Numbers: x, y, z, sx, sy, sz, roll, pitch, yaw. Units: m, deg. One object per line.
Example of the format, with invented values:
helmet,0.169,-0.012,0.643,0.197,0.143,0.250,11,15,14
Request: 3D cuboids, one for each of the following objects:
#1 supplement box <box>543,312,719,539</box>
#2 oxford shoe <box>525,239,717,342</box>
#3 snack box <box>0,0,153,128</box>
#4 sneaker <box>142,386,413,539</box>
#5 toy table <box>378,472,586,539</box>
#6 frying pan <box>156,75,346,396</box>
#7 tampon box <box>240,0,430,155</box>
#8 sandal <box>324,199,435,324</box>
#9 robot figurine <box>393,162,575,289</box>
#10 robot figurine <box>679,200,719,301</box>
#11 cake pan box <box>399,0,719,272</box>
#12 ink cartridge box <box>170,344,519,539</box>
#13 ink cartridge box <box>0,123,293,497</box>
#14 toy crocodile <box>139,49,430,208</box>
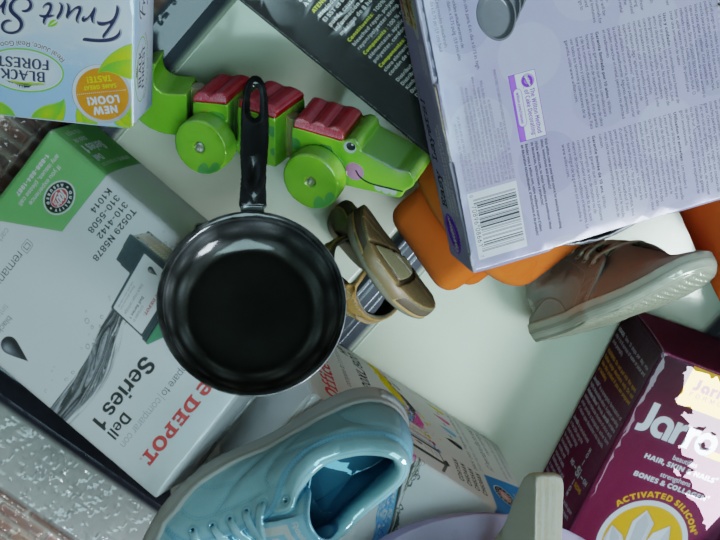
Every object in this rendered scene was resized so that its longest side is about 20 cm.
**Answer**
supplement box,0.201,0.142,1.600,0.110,0.086,0.200,21,107,-17
oxford shoe,0.162,0.005,1.493,0.075,0.200,0.058,-10,85,-24
snack box,-0.198,-0.195,1.391,0.142,0.053,0.201,7,112,9
sneaker,-0.054,0.148,1.398,0.200,0.082,0.074,-38,112,8
toy table,0.094,0.215,1.414,0.199,0.117,0.184,-9,91,-21
frying pan,-0.080,-0.013,1.387,0.115,0.031,0.190,-20,77,-9
tampon box,0.012,-0.185,1.398,0.200,0.150,0.126,38,101,-23
sandal,0.000,0.000,1.444,0.054,0.200,0.080,-38,101,-2
robot figurine,0.117,-0.071,1.465,0.200,0.117,0.144,-39,131,22
robot figurine,0.271,-0.028,1.465,0.116,0.200,0.144,9,141,-43
cake pan box,0.126,-0.111,1.338,0.184,0.052,0.201,-17,109,-10
ink cartridge box,-0.008,0.153,1.533,0.200,0.147,0.145,33,103,-21
ink cartridge box,-0.151,0.024,1.453,0.200,0.084,0.146,39,101,4
toy crocodile,-0.051,-0.090,1.439,0.199,0.068,0.062,17,126,20
